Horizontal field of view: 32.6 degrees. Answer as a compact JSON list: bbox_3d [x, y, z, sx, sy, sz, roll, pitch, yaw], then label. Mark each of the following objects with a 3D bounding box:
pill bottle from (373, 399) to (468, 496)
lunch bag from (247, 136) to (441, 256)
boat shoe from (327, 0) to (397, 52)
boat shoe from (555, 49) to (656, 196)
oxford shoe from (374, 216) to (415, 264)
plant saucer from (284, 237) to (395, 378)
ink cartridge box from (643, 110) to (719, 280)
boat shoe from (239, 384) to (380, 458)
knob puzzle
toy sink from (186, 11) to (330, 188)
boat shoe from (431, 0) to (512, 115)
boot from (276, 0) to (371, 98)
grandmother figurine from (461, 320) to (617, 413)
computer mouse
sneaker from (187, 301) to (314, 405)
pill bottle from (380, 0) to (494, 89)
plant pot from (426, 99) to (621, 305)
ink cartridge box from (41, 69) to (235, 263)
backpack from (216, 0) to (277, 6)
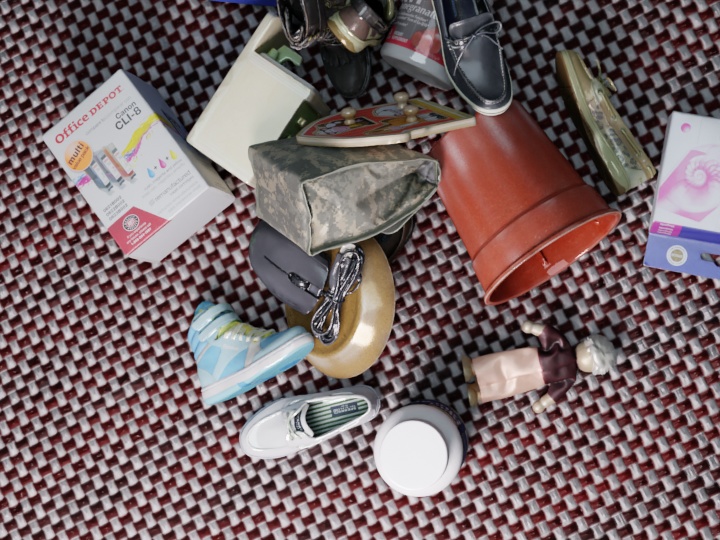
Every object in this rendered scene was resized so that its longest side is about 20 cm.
[{"bbox_3d":[0.076,0.220,1.530,0.110,0.200,0.112,0,87,8],"label":"pill bottle"},{"bbox_3d":[-0.016,-0.111,1.526,0.198,0.164,0.119,-19,118,-24],"label":"lunch bag"},{"bbox_3d":[0.016,-0.325,1.557,0.065,0.200,0.073,-35,102,24],"label":"boat shoe"},{"bbox_3d":[0.311,-0.198,1.586,0.062,0.073,0.202,-26,95,0],"label":"boat shoe"},{"bbox_3d":[0.000,0.000,1.612,0.072,0.084,0.201,27,93,6],"label":"oxford shoe"},{"bbox_3d":[-0.038,0.038,1.583,0.199,0.035,0.203,-1,89,46],"label":"plant saucer"},{"bbox_3d":[0.475,-0.088,1.568,0.194,0.043,0.202,10,87,8],"label":"ink cartridge box"},{"bbox_3d":[-0.073,0.194,1.621,0.198,0.067,0.074,-23,84,7],"label":"boat shoe"},{"bbox_3d":[0.015,-0.187,1.506,0.217,0.220,0.031,-5,109,8],"label":"knob puzzle"},{"bbox_3d":[-0.116,-0.214,1.616,0.112,0.130,0.201,34,91,8],"label":"toy sink"},{"bbox_3d":[0.133,-0.285,1.495,0.074,0.062,0.202,-16,80,-6],"label":"boat shoe"},{"bbox_3d":[-0.055,-0.305,1.572,0.069,0.174,0.202,-10,105,21],"label":"boot"},{"bbox_3d":[0.232,0.120,1.588,0.198,0.061,0.122,-10,113,5],"label":"grandmother figurine"},{"bbox_3d":[-0.086,-0.008,1.569,0.200,0.052,0.140,37,116,39],"label":"computer mouse"},{"bbox_3d":[-0.155,0.085,1.605,0.199,0.079,0.132,-29,78,33],"label":"sneaker"},{"bbox_3d":[0.113,-0.347,1.598,0.110,0.111,0.202,25,91,9],"label":"pill bottle"},{"bbox_3d":[0.190,-0.094,1.543,0.200,0.201,0.196,-33,75,5],"label":"plant pot"},{"bbox_3d":[-0.292,-0.136,1.630,0.145,0.145,0.201,-39,82,5],"label":"ink cartridge box"},{"bbox_3d":[-0.134,-0.468,1.614,0.161,0.168,0.202,8,82,4],"label":"backpack"}]
